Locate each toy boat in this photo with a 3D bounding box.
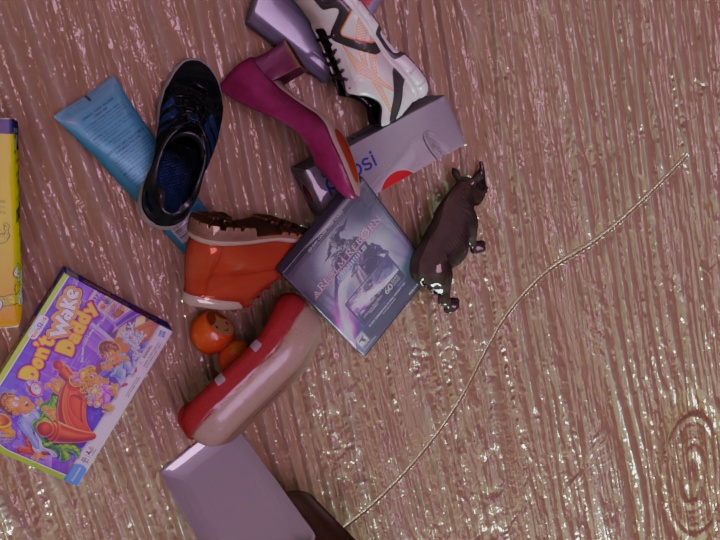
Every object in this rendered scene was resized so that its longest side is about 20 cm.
[{"bbox_3d":[-0.142,0.098,0.903,0.200,0.131,0.131,-44,82,-9],"label":"toy boat"}]

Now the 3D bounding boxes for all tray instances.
[{"bbox_3d":[-0.142,0.268,0.893,0.107,0.200,0.022,-38,141,-11],"label":"tray"}]

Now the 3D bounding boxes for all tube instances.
[{"bbox_3d":[-0.235,-0.109,0.857,0.077,0.050,0.200,-45,109,-24],"label":"tube"}]

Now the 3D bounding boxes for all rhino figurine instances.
[{"bbox_3d":[0.120,-0.054,0.985,0.087,0.060,0.201,44,64,-46],"label":"rhino figurine"}]

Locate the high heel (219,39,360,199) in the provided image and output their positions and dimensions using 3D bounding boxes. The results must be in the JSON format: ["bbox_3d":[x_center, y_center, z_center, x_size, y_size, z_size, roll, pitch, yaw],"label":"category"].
[{"bbox_3d":[-0.076,-0.151,0.873,0.096,0.067,0.201,-30,78,12],"label":"high heel"}]

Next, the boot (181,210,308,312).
[{"bbox_3d":[-0.116,-0.007,0.891,0.200,0.075,0.108,-1,110,-45],"label":"boot"}]

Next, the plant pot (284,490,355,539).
[{"bbox_3d":[-0.058,0.376,0.904,0.200,0.198,0.201,-25,136,-27],"label":"plant pot"}]

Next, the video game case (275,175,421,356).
[{"bbox_3d":[0.000,0.000,0.938,0.143,0.019,0.200,-50,137,-9],"label":"video game case"}]

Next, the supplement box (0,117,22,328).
[{"bbox_3d":[-0.393,-0.050,0.769,0.109,0.109,0.201,-1,100,-21],"label":"supplement box"}]

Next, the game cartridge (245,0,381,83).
[{"bbox_3d":[-0.038,-0.336,0.900,0.133,0.041,0.200,33,86,-19],"label":"game cartridge"}]

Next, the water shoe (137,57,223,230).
[{"bbox_3d":[-0.178,-0.140,0.827,0.071,0.079,0.201,17,71,-27],"label":"water shoe"}]

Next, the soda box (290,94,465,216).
[{"bbox_3d":[0.022,-0.138,0.942,0.200,0.063,0.068,-30,109,-14],"label":"soda box"}]

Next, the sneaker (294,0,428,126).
[{"bbox_3d":[-0.011,-0.242,0.869,0.200,0.074,0.080,42,85,-22],"label":"sneaker"}]

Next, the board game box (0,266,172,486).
[{"bbox_3d":[-0.319,0.116,0.862,0.134,0.045,0.200,32,87,-23],"label":"board game box"}]
